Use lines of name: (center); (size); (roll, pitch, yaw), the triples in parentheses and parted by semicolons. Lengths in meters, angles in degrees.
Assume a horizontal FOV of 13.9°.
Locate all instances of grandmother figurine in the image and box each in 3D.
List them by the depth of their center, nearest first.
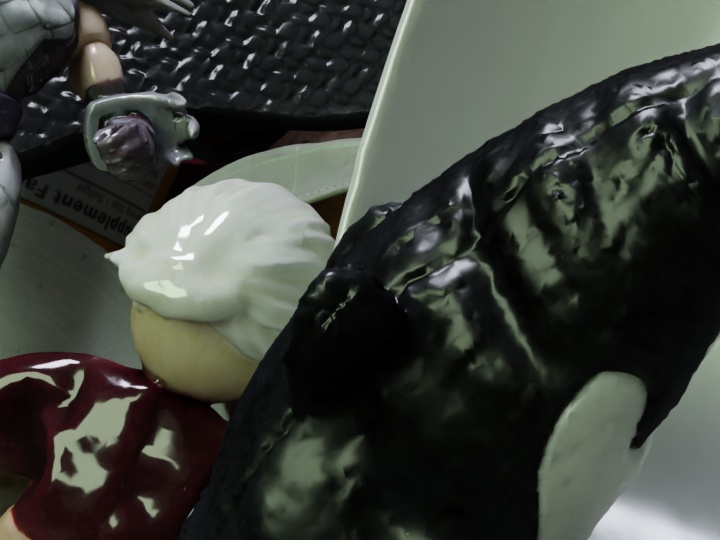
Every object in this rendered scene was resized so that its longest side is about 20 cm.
grandmother figurine: (-0.065, 0.067, 0.734); (0.201, 0.121, 0.061); (-63, 0, 12)

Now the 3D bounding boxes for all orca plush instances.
orca plush: (0.024, 0.017, 0.528); (0.200, 0.071, 0.106); (-29, 65, 33)

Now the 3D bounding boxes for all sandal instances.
sandal: (-0.056, -0.063, 0.898); (0.199, 0.045, 0.075); (-11, 69, -6)

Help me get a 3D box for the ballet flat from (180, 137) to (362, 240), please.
ballet flat: (0.000, 0.000, 0.757); (0.200, 0.068, 0.064); (-17, 19, 41)

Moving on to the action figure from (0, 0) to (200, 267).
action figure: (-0.113, -0.029, 0.808); (0.069, 0.130, 0.201); (114, 171, -79)

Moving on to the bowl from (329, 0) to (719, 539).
bowl: (0.095, -0.002, 0.566); (0.199, 0.075, 0.201); (20, 95, 41)

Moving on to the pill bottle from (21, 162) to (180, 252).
pill bottle: (-0.112, -0.050, 0.962); (0.111, 0.111, 0.201); (21, 85, 48)

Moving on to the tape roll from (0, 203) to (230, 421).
tape roll: (-0.132, 0.078, 0.858); (0.066, 0.200, 0.201); (124, 164, -79)
